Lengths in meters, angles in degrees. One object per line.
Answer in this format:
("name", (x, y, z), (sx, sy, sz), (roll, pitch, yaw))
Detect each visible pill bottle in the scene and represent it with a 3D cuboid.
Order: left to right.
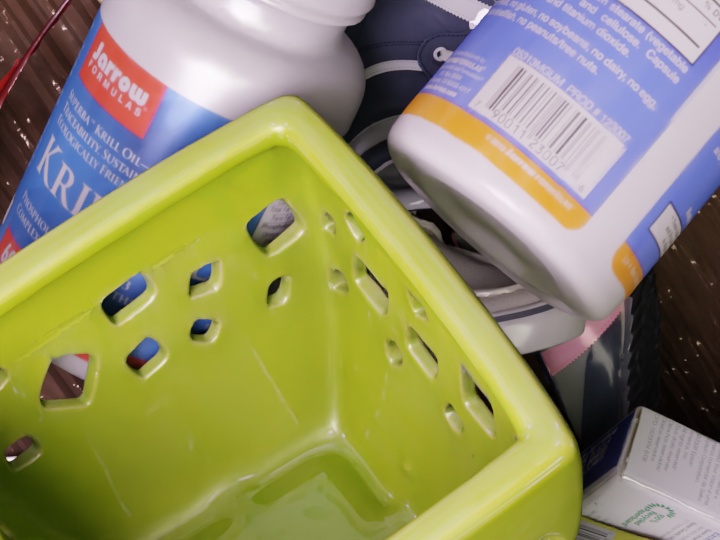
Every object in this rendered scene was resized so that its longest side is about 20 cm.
("pill bottle", (-0.066, -0.058, 1.123), (0.112, 0.112, 0.201), (24, 112, -7))
("pill bottle", (0.112, -0.089, 1.073), (0.112, 0.112, 0.200), (42, 82, -12))

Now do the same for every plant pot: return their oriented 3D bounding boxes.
("plant pot", (-0.037, 0.093, 1.046), (0.198, 0.200, 0.182), (-32, 146, -9))

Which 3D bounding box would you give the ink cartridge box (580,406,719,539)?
("ink cartridge box", (0.163, 0.144, 1.209), (0.199, 0.196, 0.044), (25, 62, -9))

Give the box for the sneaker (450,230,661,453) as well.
("sneaker", (0.084, 0.003, 1.223), (0.081, 0.070, 0.201), (-3, 105, 19))

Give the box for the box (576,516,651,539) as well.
("box", (0.082, 0.200, 1.167), (0.075, 0.050, 0.201), (16, 121, 15))

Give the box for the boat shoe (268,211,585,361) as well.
("boat shoe", (0.000, 0.000, 1.192), (0.199, 0.071, 0.070), (2, 103, 30))

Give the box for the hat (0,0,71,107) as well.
("hat", (-0.188, -0.038, 1.121), (0.165, 0.176, 0.201), (11, 70, -41))

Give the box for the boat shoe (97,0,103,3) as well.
("boat shoe", (-0.024, -0.154, 1.172), (0.199, 0.072, 0.076), (-14, 120, 14))

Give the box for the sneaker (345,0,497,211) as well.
("sneaker", (0.062, -0.100, 1.144), (0.199, 0.109, 0.070), (-33, 145, 20))

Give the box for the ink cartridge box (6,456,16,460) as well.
("ink cartridge box", (-0.066, 0.140, 1.258), (0.199, 0.068, 0.117), (-4, 109, 1))
